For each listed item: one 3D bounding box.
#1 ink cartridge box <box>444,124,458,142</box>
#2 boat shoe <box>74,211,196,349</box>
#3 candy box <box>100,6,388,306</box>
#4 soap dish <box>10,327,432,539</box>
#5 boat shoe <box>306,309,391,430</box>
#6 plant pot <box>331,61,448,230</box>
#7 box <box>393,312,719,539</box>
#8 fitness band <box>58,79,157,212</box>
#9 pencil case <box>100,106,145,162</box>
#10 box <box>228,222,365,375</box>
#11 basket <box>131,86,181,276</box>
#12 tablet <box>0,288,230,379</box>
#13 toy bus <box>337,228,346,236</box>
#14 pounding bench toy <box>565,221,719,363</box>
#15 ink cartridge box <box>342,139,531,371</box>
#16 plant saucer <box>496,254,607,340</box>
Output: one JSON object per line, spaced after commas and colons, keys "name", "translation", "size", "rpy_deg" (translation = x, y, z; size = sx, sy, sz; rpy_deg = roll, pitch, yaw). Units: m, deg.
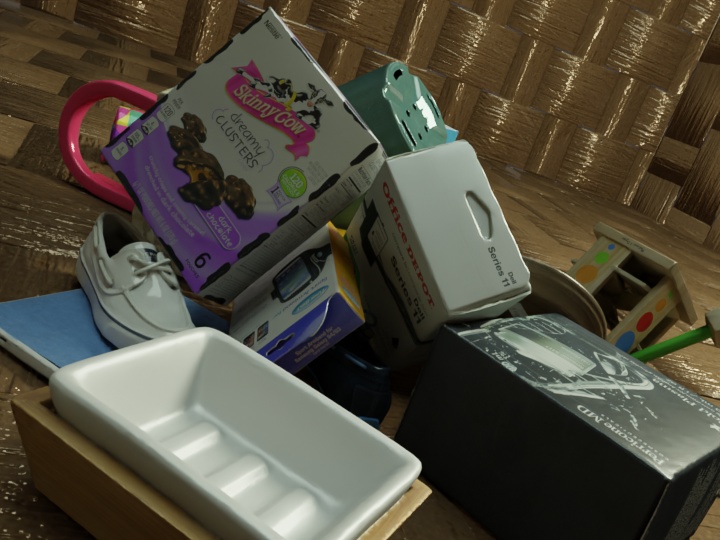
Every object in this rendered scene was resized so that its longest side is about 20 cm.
{"name": "ink cartridge box", "translation": [0.045, -0.183, 1.275], "size": [0.144, 0.201, 0.147], "rpy_deg": [3, 24, -39]}
{"name": "boat shoe", "translation": [-0.189, 0.009, 0.609], "size": [0.073, 0.066, 0.200], "rpy_deg": [3, 23, -45]}
{"name": "candy box", "translation": [-0.100, -0.099, 0.644], "size": [0.168, 0.200, 0.072], "rpy_deg": [52, 4, 16]}
{"name": "soap dish", "translation": [-0.077, 0.118, 0.425], "size": [0.199, 0.082, 0.157], "rpy_deg": [27, 18, 22]}
{"name": "boat shoe", "translation": [-0.010, 0.068, 0.672], "size": [0.084, 0.069, 0.200], "rpy_deg": [10, 20, -31]}
{"name": "plant pot", "translation": [-0.005, -0.144, 0.897], "size": [0.200, 0.195, 0.202], "rpy_deg": [39, 40, -42]}
{"name": "box", "translation": [0.171, 0.136, 0.591], "size": [0.196, 0.125, 0.200], "rpy_deg": [-3, 28, -48]}
{"name": "fitness band", "translation": [-0.285, -0.152, 0.898], "size": [0.199, 0.145, 0.037], "rpy_deg": [24, 19, 13]}
{"name": "pencil case", "translation": [-0.283, -0.181, 1.099], "size": [0.198, 0.089, 0.088], "rpy_deg": [11, 19, -21]}
{"name": "box", "translation": [-0.059, 0.033, 0.633], "size": [0.042, 0.119, 0.200], "rpy_deg": [49, 11, -23]}
{"name": "basket", "translation": [-0.156, -0.093, 0.789], "size": [0.135, 0.201, 0.123], "rpy_deg": [22, 23, 7]}
{"name": "tablet", "translation": [-0.201, 0.048, 0.611], "size": [0.130, 0.014, 0.200], "rpy_deg": [27, 17, 21]}
{"name": "toy bus", "translation": [0.000, 0.000, 0.875], "size": [0.199, 0.079, 0.065], "rpy_deg": [11, 19, -27]}
{"name": "pounding bench toy", "translation": [0.327, 0.070, 0.888], "size": [0.124, 0.156, 0.200], "rpy_deg": [49, -5, -41]}
{"name": "ink cartridge box", "translation": [0.056, -0.005, 0.669], "size": [0.082, 0.200, 0.148], "rpy_deg": [-16, 74, -19]}
{"name": "plant saucer", "translation": [0.156, 0.055, 0.769], "size": [0.199, 0.201, 0.030], "rpy_deg": [23, 56, 7]}
